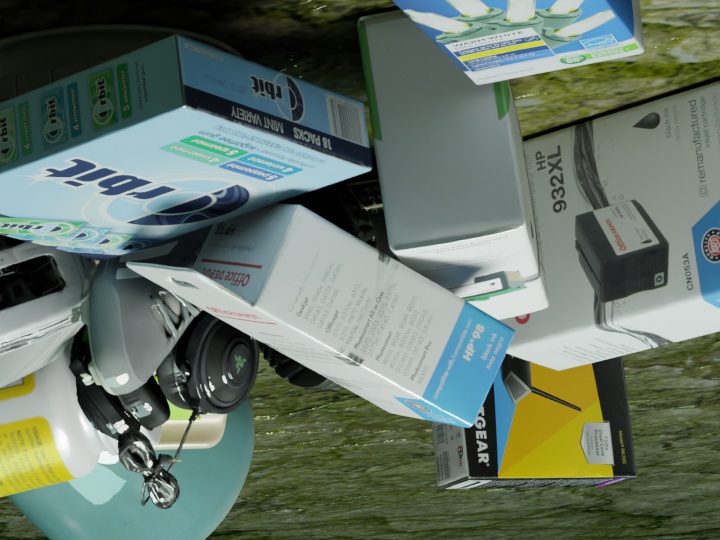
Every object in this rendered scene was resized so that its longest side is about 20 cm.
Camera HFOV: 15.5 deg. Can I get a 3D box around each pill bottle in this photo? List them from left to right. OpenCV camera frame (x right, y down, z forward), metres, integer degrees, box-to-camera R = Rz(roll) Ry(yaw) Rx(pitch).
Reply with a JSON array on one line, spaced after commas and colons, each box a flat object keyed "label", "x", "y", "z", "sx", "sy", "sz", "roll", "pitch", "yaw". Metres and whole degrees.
[{"label": "pill bottle", "x": -0.245, "y": 0.097, "z": 1.810, "sx": 0.199, "sy": 0.115, "sz": 0.114, "roll": -13, "pitch": 164, "yaw": 5}]

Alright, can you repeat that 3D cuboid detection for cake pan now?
[{"label": "cake pan", "x": -0.164, "y": -0.095, "z": 1.588, "sx": 0.199, "sy": 0.037, "sz": 0.200, "roll": -6, "pitch": 165, "yaw": -2}]

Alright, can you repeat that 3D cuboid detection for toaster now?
[{"label": "toaster", "x": -0.255, "y": 0.016, "z": 1.627, "sx": 0.199, "sy": 0.114, "sz": 0.129, "roll": -18, "pitch": 170, "yaw": -30}]

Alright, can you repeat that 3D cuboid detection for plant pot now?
[{"label": "plant pot", "x": -0.206, "y": 0.113, "z": 2.043, "sx": 0.200, "sy": 0.201, "sz": 0.161, "roll": -13, "pitch": 150, "yaw": 21}]

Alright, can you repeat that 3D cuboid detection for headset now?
[{"label": "headset", "x": -0.128, "y": 0.059, "z": 1.637, "sx": 0.123, "sy": 0.200, "sz": 0.094, "roll": -20, "pitch": 137, "yaw": 16}]

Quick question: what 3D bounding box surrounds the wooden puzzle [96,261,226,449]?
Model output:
[{"label": "wooden puzzle", "x": -0.168, "y": 0.049, "z": 1.886, "sx": 0.184, "sy": 0.037, "sz": 0.201, "roll": 0, "pitch": 124, "yaw": -20}]

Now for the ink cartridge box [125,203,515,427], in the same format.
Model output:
[{"label": "ink cartridge box", "x": -0.024, "y": 0.016, "z": 1.538, "sx": 0.200, "sy": 0.067, "sz": 0.116, "roll": 30, "pitch": 170, "yaw": -23}]

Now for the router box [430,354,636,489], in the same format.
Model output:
[{"label": "router box", "x": 0.120, "y": 0.059, "z": 1.947, "sx": 0.149, "sy": 0.201, "sz": 0.051, "roll": 2, "pitch": 165, "yaw": -30}]

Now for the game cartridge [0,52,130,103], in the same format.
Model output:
[{"label": "game cartridge", "x": -0.132, "y": -0.077, "z": 1.539, "sx": 0.129, "sy": 0.039, "sz": 0.200, "roll": -14, "pitch": 163, "yaw": 8}]

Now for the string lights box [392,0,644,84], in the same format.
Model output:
[{"label": "string lights box", "x": 0.076, "y": -0.163, "z": 1.403, "sx": 0.102, "sy": 0.059, "sz": 0.200, "roll": -10, "pitch": 164, "yaw": 18}]

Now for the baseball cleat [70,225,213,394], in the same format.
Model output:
[{"label": "baseball cleat", "x": -0.106, "y": -0.002, "z": 1.605, "sx": 0.106, "sy": 0.200, "sz": 0.070, "roll": -12, "pitch": 124, "yaw": 18}]

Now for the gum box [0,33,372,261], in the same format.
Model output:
[{"label": "gum box", "x": -0.123, "y": -0.063, "z": 1.452, "sx": 0.200, "sy": 0.045, "sz": 0.170, "roll": -18, "pitch": 161, "yaw": 32}]

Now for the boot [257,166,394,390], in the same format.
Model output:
[{"label": "boot", "x": 0.001, "y": -0.002, "z": 1.722, "sx": 0.157, "sy": 0.211, "sz": 0.080, "roll": 10, "pitch": 130, "yaw": -34}]

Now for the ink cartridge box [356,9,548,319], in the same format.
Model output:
[{"label": "ink cartridge box", "x": 0.058, "y": -0.060, "z": 1.603, "sx": 0.084, "sy": 0.147, "sz": 0.200, "roll": -10, "pitch": 165, "yaw": 6}]

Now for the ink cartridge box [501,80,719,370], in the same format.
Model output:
[{"label": "ink cartridge box", "x": 0.189, "y": -0.028, "z": 1.766, "sx": 0.199, "sy": 0.146, "sz": 0.084, "roll": -16, "pitch": 161, "yaw": 31}]
